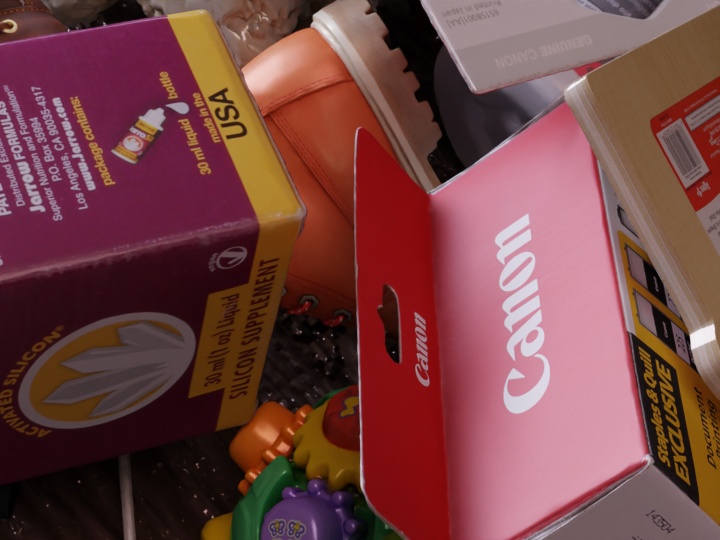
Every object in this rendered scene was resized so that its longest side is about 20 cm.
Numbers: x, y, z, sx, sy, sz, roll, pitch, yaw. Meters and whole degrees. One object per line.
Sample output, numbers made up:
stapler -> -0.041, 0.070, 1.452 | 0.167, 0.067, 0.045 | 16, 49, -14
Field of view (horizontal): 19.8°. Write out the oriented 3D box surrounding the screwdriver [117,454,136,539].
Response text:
screwdriver -> -0.099, 0.050, 0.847 | 0.028, 0.029, 0.202 | -3, 61, -10

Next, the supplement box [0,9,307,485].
supplement box -> -0.134, 0.001, 0.724 | 0.198, 0.131, 0.104 | -13, 57, -21

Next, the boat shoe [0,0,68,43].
boat shoe -> -0.198, -0.053, 0.787 | 0.070, 0.071, 0.200 | 39, 64, 21

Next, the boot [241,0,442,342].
boot -> 0.000, 0.000, 0.844 | 0.107, 0.075, 0.201 | -31, 105, -7

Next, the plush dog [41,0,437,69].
plush dog -> -0.038, -0.158, 0.906 | 0.200, 0.161, 0.172 | 39, 42, 10

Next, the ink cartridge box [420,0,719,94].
ink cartridge box -> 0.066, -0.152, 0.819 | 0.199, 0.044, 0.175 | -18, 73, -36

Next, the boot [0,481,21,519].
boot -> -0.205, 0.002, 0.832 | 0.161, 0.074, 0.200 | 6, 58, -9

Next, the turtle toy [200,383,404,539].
turtle toy -> 0.016, 0.103, 0.765 | 0.144, 0.102, 0.200 | -14, 30, -9

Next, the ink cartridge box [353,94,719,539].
ink cartridge box -> 0.082, 0.039, 0.722 | 0.175, 0.084, 0.201 | 41, 28, -30

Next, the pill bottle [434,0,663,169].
pill bottle -> 0.137, -0.108, 0.916 | 0.200, 0.111, 0.111 | -38, 76, -22

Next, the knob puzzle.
knob puzzle -> 0.148, 0.008, 0.737 | 0.219, 0.030, 0.221 | 35, 40, -36
